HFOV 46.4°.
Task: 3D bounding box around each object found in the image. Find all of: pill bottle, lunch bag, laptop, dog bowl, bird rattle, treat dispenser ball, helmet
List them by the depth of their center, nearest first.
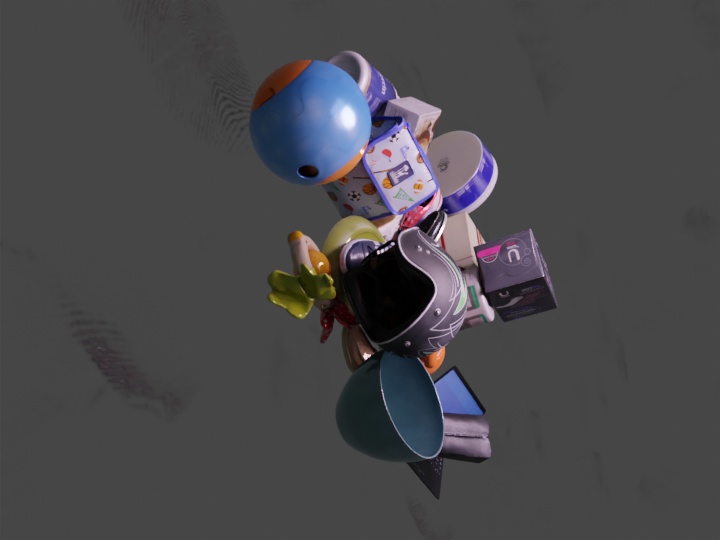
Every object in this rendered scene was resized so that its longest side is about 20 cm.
[{"bbox_3d":[-0.082,-0.239,1.372,0.201,0.199,0.203,36,47,-52],"label":"treat dispenser ball"},{"bbox_3d":[0.084,0.045,1.382,0.192,0.199,0.200,58,26,6],"label":"helmet"},{"bbox_3d":[-0.067,0.018,1.402,0.200,0.112,0.164,31,40,-58],"label":"bird rattle"},{"bbox_3d":[0.028,-0.188,1.566,0.171,0.199,0.124,57,32,-35],"label":"lunch bag"},{"bbox_3d":[0.158,0.073,1.685,0.113,0.198,0.114,-17,90,-76],"label":"pill bottle"},{"bbox_3d":[0.006,-0.348,1.691,0.200,0.115,0.117,24,57,-59],"label":"pill bottle"},{"bbox_3d":[0.175,0.334,1.724,0.178,0.103,0.201,54,35,-37],"label":"laptop"},{"bbox_3d":[0.210,-0.221,1.938,0.079,0.199,0.201,43,41,-42],"label":"dog bowl"}]

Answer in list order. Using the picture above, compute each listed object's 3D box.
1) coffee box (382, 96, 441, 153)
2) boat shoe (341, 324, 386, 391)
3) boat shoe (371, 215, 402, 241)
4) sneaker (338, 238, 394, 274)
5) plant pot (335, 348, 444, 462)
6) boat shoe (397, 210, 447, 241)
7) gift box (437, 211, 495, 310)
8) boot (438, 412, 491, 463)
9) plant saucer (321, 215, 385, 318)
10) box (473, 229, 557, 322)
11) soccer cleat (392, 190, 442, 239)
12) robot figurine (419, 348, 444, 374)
[{"bbox_3d":[0.080,-0.240,1.704,0.113,0.079,0.201,-29,142,-58],"label":"coffee box"},{"bbox_3d":[0.027,0.176,1.547,0.201,0.064,0.071,64,29,-24],"label":"boat shoe"},{"bbox_3d":[0.040,-0.084,1.690,0.200,0.070,0.070,-37,136,-57],"label":"boat shoe"},{"bbox_3d":[0.057,-0.020,1.505,0.199,0.108,0.071,-1,93,-51],"label":"sneaker"},{"bbox_3d":[0.036,0.243,1.442,0.200,0.134,0.201,42,34,-38],"label":"plant pot"},{"bbox_3d":[0.095,-0.053,1.700,0.066,0.200,0.074,40,0,-22],"label":"boat shoe"},{"bbox_3d":[0.183,0.005,1.817,0.200,0.183,0.188,43,33,-43],"label":"gift box"},{"bbox_3d":[0.159,0.282,1.638,0.198,0.066,0.166,10,74,-16],"label":"boot"},{"bbox_3d":[0.000,0.000,1.546,0.199,0.031,0.202,-5,96,-52],"label":"plant saucer"},{"bbox_3d":[0.314,0.014,1.689,0.200,0.121,0.107,45,31,-62],"label":"box"},{"bbox_3d":[0.109,-0.100,1.768,0.201,0.068,0.073,-60,157,-17],"label":"soccer cleat"},{"bbox_3d":[0.093,0.117,1.555,0.117,0.143,0.201,-50,133,-45],"label":"robot figurine"}]
